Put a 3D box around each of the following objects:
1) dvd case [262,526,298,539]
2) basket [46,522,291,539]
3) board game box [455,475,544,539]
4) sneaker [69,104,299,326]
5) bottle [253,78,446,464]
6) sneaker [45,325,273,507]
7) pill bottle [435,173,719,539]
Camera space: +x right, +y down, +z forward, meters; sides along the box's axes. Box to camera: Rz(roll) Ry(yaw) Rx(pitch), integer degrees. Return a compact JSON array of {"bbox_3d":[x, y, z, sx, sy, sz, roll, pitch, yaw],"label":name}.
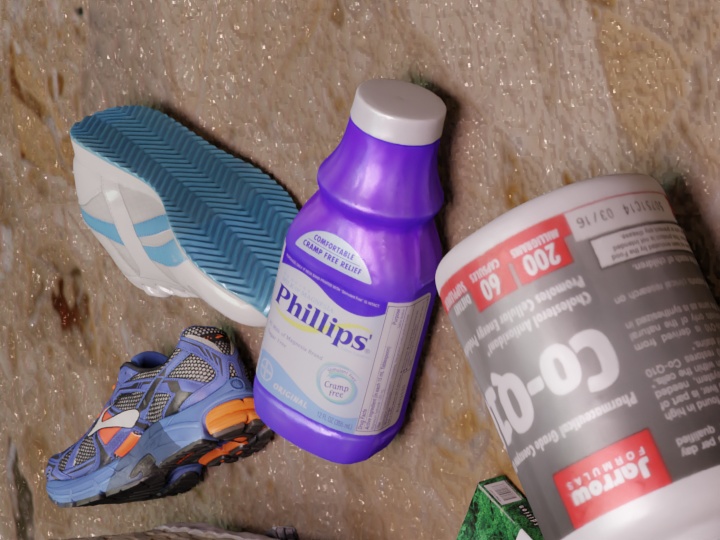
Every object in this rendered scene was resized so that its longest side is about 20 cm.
[{"bbox_3d":[-0.058,0.269,1.365,0.146,0.022,0.201,-38,60,34],"label":"dvd case"},{"bbox_3d":[-0.099,0.243,1.285,0.200,0.161,0.199,3,88,45],"label":"basket"},{"bbox_3d":[0.069,0.215,1.237,0.105,0.023,0.200,47,132,38],"label":"board game box"},{"bbox_3d":[-0.093,-0.019,1.351,0.200,0.076,0.081,40,142,42],"label":"sneaker"},{"bbox_3d":[0.000,0.000,1.229,0.083,0.065,0.201,29,122,24],"label":"bottle"},{"bbox_3d":[-0.123,0.090,1.421,0.200,0.075,0.079,-28,68,43],"label":"sneaker"},{"bbox_3d":[0.121,0.068,1.058,0.114,0.114,0.201,-41,67,48],"label":"pill bottle"}]
